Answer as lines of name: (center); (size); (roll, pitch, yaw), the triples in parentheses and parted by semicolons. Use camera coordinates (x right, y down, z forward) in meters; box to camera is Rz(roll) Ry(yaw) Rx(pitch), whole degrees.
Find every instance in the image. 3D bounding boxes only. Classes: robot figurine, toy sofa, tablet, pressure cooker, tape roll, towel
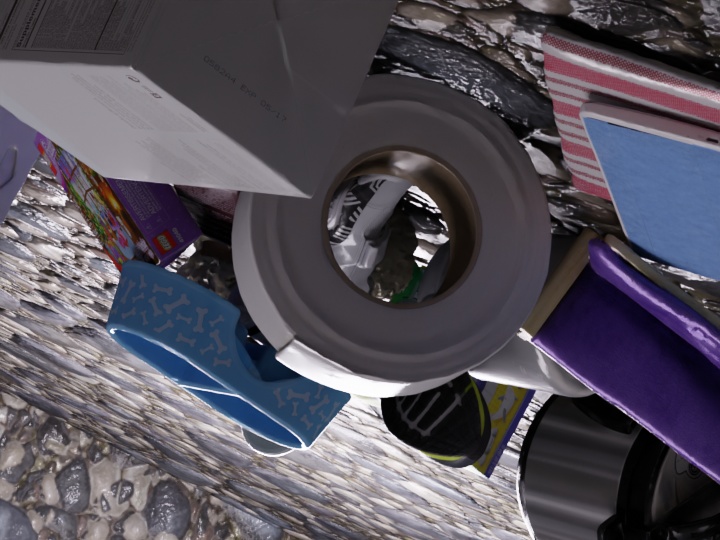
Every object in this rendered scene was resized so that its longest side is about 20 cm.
robot figurine: (0.121, 0.028, 1.646); (0.169, 0.114, 0.199); (1, -175, -43)
toy sofa: (0.203, 0.064, 1.490); (0.200, 0.083, 0.098); (37, 177, 2)
tablet: (0.207, -0.038, 1.366); (0.130, 0.014, 0.200); (18, 162, 24)
pressure cooker: (0.249, 0.175, 1.840); (0.178, 0.177, 0.200); (30, 168, -35)
tape roll: (0.019, -0.021, 1.467); (0.202, 0.203, 0.071); (26, 165, -7)
towel: (0.185, -0.078, 1.351); (0.146, 0.030, 0.200); (19, 162, 19)

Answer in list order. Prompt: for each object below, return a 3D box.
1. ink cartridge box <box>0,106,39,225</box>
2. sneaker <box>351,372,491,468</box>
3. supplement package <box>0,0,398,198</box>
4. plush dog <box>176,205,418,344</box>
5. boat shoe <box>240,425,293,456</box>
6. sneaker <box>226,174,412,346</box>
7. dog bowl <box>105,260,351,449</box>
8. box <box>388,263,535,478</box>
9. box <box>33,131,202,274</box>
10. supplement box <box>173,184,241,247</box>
ink cartridge box: (-0.356, -0.092, 1.929); (0.083, 0.146, 0.200); (34, 162, -26)
sneaker: (0.054, 0.100, 1.648); (0.081, 0.074, 0.200); (43, 180, -24)
supplement package: (-0.112, -0.148, 1.329); (0.199, 0.151, 0.152); (8, 159, 47)
plush dog: (-0.081, -0.004, 1.741); (0.199, 0.172, 0.160); (12, 161, 41)
boat shoe: (-0.032, 0.064, 1.856); (0.071, 0.201, 0.091); (22, 169, 13)
sneaker: (0.000, 0.000, 1.631); (0.115, 0.200, 0.075); (40, -155, -11)
dog bowl: (-0.098, 0.064, 1.617); (0.200, 0.050, 0.111); (37, 163, -30)
box: (0.074, 0.081, 1.902); (0.048, 0.118, 0.200); (20, 166, 42)
box: (-0.178, -0.061, 1.635); (0.137, 0.039, 0.200); (57, 167, -1)
supplement box: (-0.081, -0.093, 1.558); (0.061, 0.109, 0.200); (23, 166, 10)
